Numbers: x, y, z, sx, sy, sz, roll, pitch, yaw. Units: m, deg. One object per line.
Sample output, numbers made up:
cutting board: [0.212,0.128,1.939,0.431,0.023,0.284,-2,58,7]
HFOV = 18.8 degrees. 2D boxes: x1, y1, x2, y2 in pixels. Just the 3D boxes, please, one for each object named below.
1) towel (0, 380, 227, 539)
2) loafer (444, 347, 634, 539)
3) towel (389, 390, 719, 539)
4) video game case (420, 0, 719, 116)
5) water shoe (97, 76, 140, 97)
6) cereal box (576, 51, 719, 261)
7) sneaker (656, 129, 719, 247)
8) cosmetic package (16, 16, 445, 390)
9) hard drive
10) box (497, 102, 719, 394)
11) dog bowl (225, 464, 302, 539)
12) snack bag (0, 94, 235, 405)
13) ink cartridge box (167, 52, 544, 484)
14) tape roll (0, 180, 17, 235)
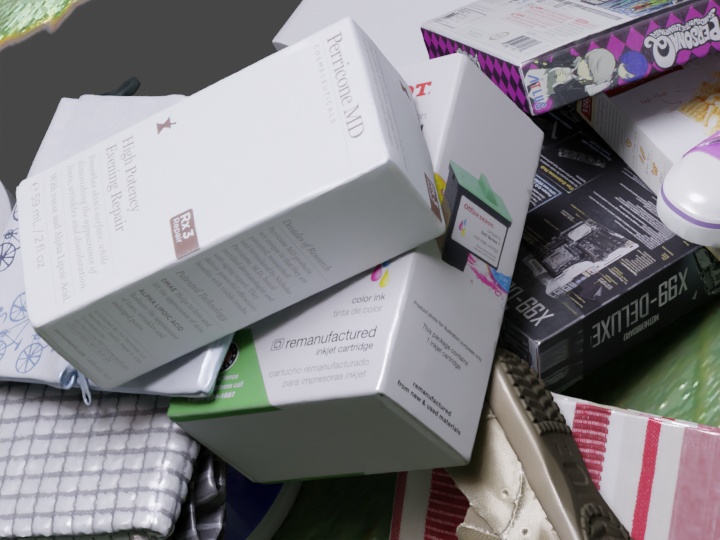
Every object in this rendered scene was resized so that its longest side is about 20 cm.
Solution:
towel: [-0.158,0.093,1.195,0.198,0.086,0.167,-7,54,22]
loafer: [0.093,0.137,1.096,0.067,0.076,0.201,-35,62,23]
towel: [0.106,0.138,1.144,0.199,0.023,0.145,11,96,31]
video game case: [0.146,-0.147,1.263,0.180,0.036,0.200,-20,16,-10]
water shoe: [-0.129,-0.059,1.394,0.079,0.072,0.200,-38,51,-7]
cereal box: [0.231,-0.071,1.223,0.143,0.040,0.200,-20,45,-19]
sneaker: [0.237,-0.095,1.134,0.200,0.115,0.073,-28,49,-24]
cosmetic package: [-0.067,-0.032,1.074,0.199,0.074,0.102,-27,50,15]
hard drive: [0.048,-0.204,1.443,0.131,0.025,0.201,23,69,35]
box: [0.096,-0.028,1.247,0.157,0.050,0.200,-30,49,-26]
dog bowl: [-0.133,0.096,1.284,0.199,0.079,0.201,-12,54,17]
snack bag: [-0.121,-0.017,1.161,0.199,0.021,0.190,3,62,39]
ink cartridge box: [0.000,0.000,1.130,0.144,0.084,0.201,-10,54,38]
tape roll: [-0.301,0.018,1.422,0.199,0.066,0.202,-12,54,17]
